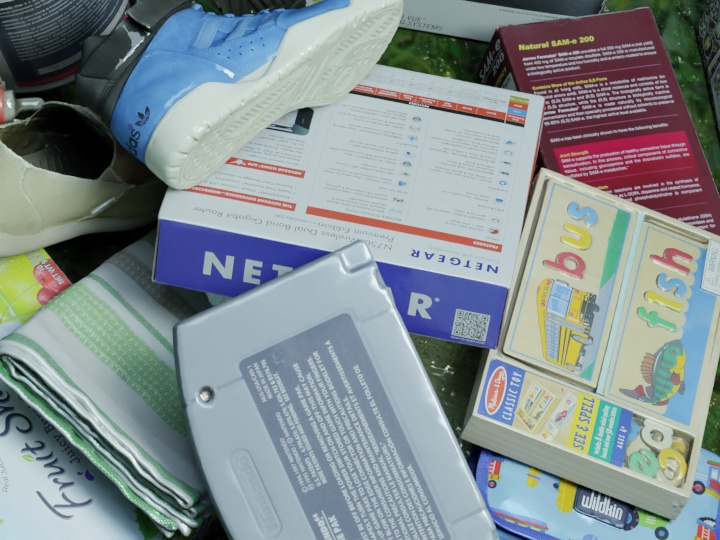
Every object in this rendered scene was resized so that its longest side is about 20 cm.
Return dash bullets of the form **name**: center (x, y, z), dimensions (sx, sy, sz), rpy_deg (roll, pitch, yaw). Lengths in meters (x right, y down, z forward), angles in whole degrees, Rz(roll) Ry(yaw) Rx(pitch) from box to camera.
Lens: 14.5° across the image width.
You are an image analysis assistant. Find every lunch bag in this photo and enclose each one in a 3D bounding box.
- **lunch bag**: center (0.125, 0.164, 1.596), dimensions (0.150, 0.094, 0.200), rpy_deg (17, 65, -5)

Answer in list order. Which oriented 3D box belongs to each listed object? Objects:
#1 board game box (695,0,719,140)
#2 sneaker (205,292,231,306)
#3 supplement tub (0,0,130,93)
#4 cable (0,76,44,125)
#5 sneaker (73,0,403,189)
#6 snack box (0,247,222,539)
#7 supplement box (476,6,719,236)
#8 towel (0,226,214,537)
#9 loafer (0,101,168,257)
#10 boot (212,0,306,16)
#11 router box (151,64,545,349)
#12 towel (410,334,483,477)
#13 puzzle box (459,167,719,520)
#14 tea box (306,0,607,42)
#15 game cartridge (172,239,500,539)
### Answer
- **board game box**: center (0.319, -0.098, 1.799), dimensions (0.159, 0.097, 0.200), rpy_deg (-1, 62, -15)
- **sneaker**: center (0.000, 0.000, 1.669), dimensions (0.200, 0.074, 0.082), rpy_deg (-31, 77, -37)
- **supplement tub**: center (-0.208, -0.200, 1.640), dimensions (0.140, 0.200, 0.141), rpy_deg (-1, 70, 4)
- **cable**: center (-0.279, -0.079, 1.634), dimensions (0.200, 0.097, 0.050), rpy_deg (-14, 76, -18)
- **sneaker**: center (-0.074, -0.132, 1.601), dimensions (0.111, 0.077, 0.200), rpy_deg (40, 56, 20)
- **snack box**: center (-0.185, 0.093, 1.585), dimensions (0.142, 0.053, 0.200), rpy_deg (-33, 74, -29)
- **supplement box**: center (0.154, -0.060, 1.755), dimensions (0.109, 0.061, 0.200), rpy_deg (-8, 66, -18)
- **towel**: center (-0.103, 0.052, 1.596), dimensions (0.149, 0.031, 0.200), rpy_deg (43, 36, 3)
- **loafer**: center (-0.157, -0.063, 1.640), dimensions (0.076, 0.068, 0.200), rpy_deg (42, 36, 15)
- **boot**: center (-0.114, -0.238, 1.681), dimensions (0.072, 0.182, 0.200), rpy_deg (-27, 45, -5)
- **router box**: center (-0.004, -0.048, 1.615), dimensions (0.200, 0.049, 0.180), rpy_deg (12, 40, 3)
- **towel**: center (0.090, 0.092, 1.671), dimensions (0.200, 0.037, 0.149), rpy_deg (21, 58, -3)
- **puzzle box**: center (0.141, 0.038, 1.630), dimensions (0.133, 0.025, 0.200), rpy_deg (20, 49, -4)
- **tea box**: center (0.068, -0.252, 1.758), dimensions (0.200, 0.197, 0.134), rpy_deg (9, 61, -11)
- **game cartridge**: center (-0.017, 0.100, 1.512), dimensions (0.133, 0.041, 0.200), rpy_deg (-24, 91, -10)
